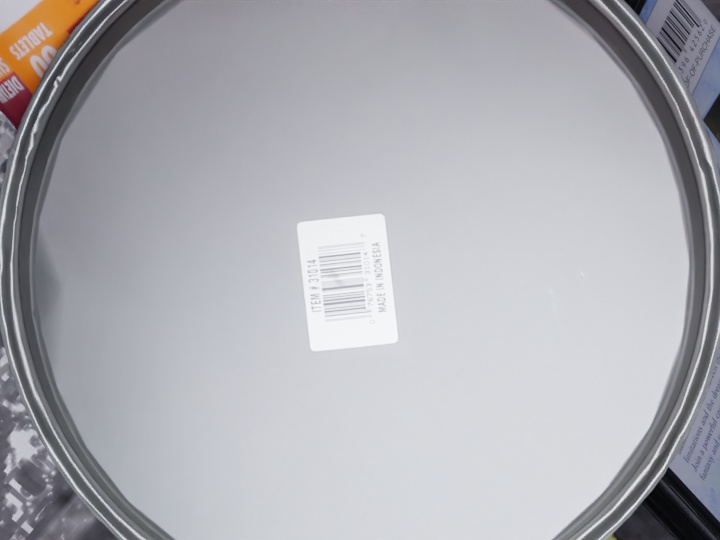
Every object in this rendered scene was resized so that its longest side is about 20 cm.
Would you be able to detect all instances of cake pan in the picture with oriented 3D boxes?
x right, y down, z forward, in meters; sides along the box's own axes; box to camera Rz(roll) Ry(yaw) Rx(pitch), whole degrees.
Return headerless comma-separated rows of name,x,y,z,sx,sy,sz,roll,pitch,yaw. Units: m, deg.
cake pan,0.000,0.000,0.663,0.199,0.037,0.201,0,95,1

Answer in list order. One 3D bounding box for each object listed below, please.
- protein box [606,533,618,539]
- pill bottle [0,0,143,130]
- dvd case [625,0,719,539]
protein box,0.016,0.196,0.688,0.199,0.199,0.135,-22,138,-15
pill bottle,-0.021,-0.029,0.743,0.109,0.110,0.200,-40,100,-7
dvd case,0.118,0.020,0.765,0.200,0.018,0.143,46,54,-25
